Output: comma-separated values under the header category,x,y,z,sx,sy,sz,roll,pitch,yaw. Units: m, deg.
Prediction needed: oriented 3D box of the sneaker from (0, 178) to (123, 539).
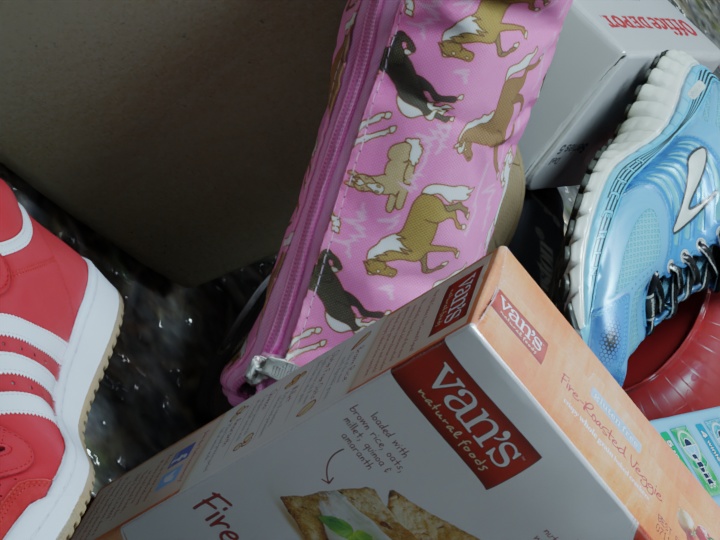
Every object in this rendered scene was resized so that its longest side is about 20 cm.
category,x,y,z,sx,sy,sz,roll,pitch,yaw
sneaker,-0.142,0.030,0.790,0.112,0.071,0.200,49,21,-24

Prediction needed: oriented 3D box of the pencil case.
category,x,y,z,sx,sy,sz,roll,pitch,yaw
pencil case,0.013,-0.031,0.860,0.083,0.200,0.087,18,16,-3

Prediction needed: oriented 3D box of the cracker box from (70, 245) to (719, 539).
category,x,y,z,sx,sy,sz,roll,pitch,yaw
cracker box,0.010,0.097,0.828,0.134,0.200,0.058,49,30,-14

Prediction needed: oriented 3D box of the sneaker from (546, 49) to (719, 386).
category,x,y,z,sx,sy,sz,roll,pitch,yaw
sneaker,0.139,-0.018,1.021,0.090,0.078,0.200,23,50,11

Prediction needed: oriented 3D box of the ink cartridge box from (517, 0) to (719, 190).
category,x,y,z,sx,sy,sz,roll,pitch,yaw
ink cartridge box,0.061,-0.138,1.139,0.200,0.084,0.145,46,22,16

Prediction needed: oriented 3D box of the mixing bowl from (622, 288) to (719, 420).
category,x,y,z,sx,sy,sz,roll,pitch,yaw
mixing bowl,0.153,0.038,1.121,0.108,0.200,0.200,36,34,-40

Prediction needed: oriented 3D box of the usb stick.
category,x,y,z,sx,sy,sz,roll,pitch,yaw
usb stick,0.070,0.018,1.057,0.055,0.033,0.200,35,33,-23

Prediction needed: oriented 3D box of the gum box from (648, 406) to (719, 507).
category,x,y,z,sx,sy,sz,roll,pitch,yaw
gum box,0.091,0.115,0.973,0.200,0.170,0.045,-4,61,-60

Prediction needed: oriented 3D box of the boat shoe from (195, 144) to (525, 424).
category,x,y,z,sx,sy,sz,roll,pitch,yaw
boat shoe,0.000,0.000,0.997,0.200,0.065,0.072,-51,126,-37

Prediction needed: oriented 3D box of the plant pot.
category,x,y,z,sx,sy,sz,roll,pitch,yaw
plant pot,-0.054,-0.114,0.976,0.177,0.200,0.200,57,25,-26
